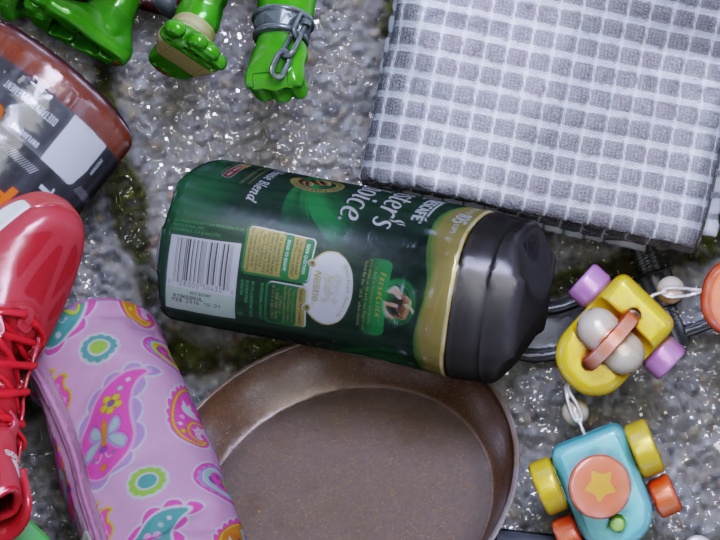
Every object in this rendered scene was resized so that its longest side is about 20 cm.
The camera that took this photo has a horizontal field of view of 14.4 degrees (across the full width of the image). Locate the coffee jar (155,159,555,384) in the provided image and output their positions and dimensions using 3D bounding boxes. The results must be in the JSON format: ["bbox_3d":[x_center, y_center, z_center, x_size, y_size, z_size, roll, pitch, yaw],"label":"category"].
[{"bbox_3d":[0.000,0.000,1.495,0.199,0.104,0.086,12,102,13],"label":"coffee jar"}]

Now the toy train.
[{"bbox_3d":[0.169,0.072,1.498,0.149,0.056,0.201,17,93,5],"label":"toy train"}]

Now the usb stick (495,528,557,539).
[{"bbox_3d":[0.150,0.175,1.544,0.199,0.033,0.056,6,80,-3],"label":"usb stick"}]

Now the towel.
[{"bbox_3d":[0.110,-0.105,1.527,0.199,0.086,0.167,11,87,0],"label":"towel"}]

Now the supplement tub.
[{"bbox_3d":[-0.218,-0.026,1.506,0.107,0.107,0.200,37,81,1],"label":"supplement tub"}]

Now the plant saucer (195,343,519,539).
[{"bbox_3d":[-0.011,0.119,1.494,0.199,0.035,0.201,-8,48,9],"label":"plant saucer"}]

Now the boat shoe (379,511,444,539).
[{"bbox_3d":[-0.008,0.186,1.516,0.200,0.072,0.071,-40,119,-19],"label":"boat shoe"}]

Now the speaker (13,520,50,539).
[{"bbox_3d":[-0.226,0.214,1.433,0.200,0.088,0.089,-42,87,-15],"label":"speaker"}]

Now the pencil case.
[{"bbox_3d":[-0.117,0.105,1.459,0.087,0.088,0.200,-17,46,-7],"label":"pencil case"}]

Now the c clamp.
[{"bbox_3d":[0.122,-0.037,1.578,0.170,0.027,0.201,-25,86,-2],"label":"c clamp"}]

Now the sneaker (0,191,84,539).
[{"bbox_3d":[-0.177,0.066,1.431,0.078,0.115,0.201,26,94,-44],"label":"sneaker"}]

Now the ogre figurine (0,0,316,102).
[{"bbox_3d":[-0.100,-0.167,1.540,0.098,0.199,0.120,45,64,-42],"label":"ogre figurine"}]
